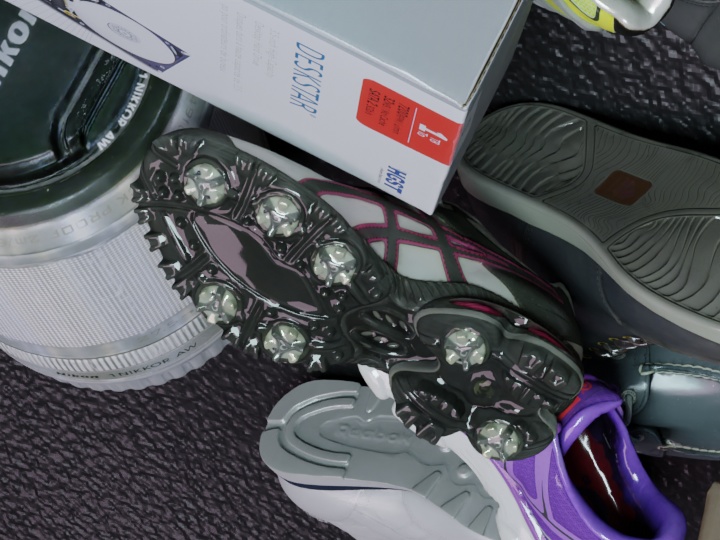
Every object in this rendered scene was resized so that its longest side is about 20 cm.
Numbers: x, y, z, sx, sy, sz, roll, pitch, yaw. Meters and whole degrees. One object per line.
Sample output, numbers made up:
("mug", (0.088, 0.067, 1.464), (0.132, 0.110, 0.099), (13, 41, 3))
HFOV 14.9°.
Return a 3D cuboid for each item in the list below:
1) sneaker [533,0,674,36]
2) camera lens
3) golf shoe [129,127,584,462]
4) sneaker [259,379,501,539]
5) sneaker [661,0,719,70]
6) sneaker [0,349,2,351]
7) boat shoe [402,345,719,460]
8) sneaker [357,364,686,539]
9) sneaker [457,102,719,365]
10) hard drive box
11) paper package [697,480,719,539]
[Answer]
("sneaker", (0.076, -0.172, 0.983), (0.076, 0.075, 0.200), (40, 159, 45))
("camera lens", (-0.125, -0.050, 1.192), (0.159, 0.160, 0.200), (20, 162, 18))
("golf shoe", (0.000, 0.000, 1.106), (0.200, 0.088, 0.077), (32, 124, -9))
("sneaker", (0.049, 0.108, 1.338), (0.199, 0.077, 0.081), (14, 146, 30))
("sneaker", (0.148, -0.155, 1.018), (0.079, 0.075, 0.200), (35, 138, 5))
("sneaker", (-0.215, 0.002, 1.411), (0.199, 0.076, 0.088), (21, 142, 17))
("boat shoe", (0.110, 0.063, 1.250), (0.199, 0.062, 0.073), (8, 129, 27))
("sneaker", (0.071, 0.048, 1.175), (0.200, 0.081, 0.083), (50, 146, -1))
("sneaker", (0.128, 0.007, 1.160), (0.200, 0.075, 0.106), (35, 155, 46))
("hard drive box", (-0.039, -0.115, 1.022), (0.199, 0.077, 0.156), (26, 167, 4))
("paper package", (0.211, 0.196, 1.075), (0.199, 0.191, 0.104), (11, 138, 13))
